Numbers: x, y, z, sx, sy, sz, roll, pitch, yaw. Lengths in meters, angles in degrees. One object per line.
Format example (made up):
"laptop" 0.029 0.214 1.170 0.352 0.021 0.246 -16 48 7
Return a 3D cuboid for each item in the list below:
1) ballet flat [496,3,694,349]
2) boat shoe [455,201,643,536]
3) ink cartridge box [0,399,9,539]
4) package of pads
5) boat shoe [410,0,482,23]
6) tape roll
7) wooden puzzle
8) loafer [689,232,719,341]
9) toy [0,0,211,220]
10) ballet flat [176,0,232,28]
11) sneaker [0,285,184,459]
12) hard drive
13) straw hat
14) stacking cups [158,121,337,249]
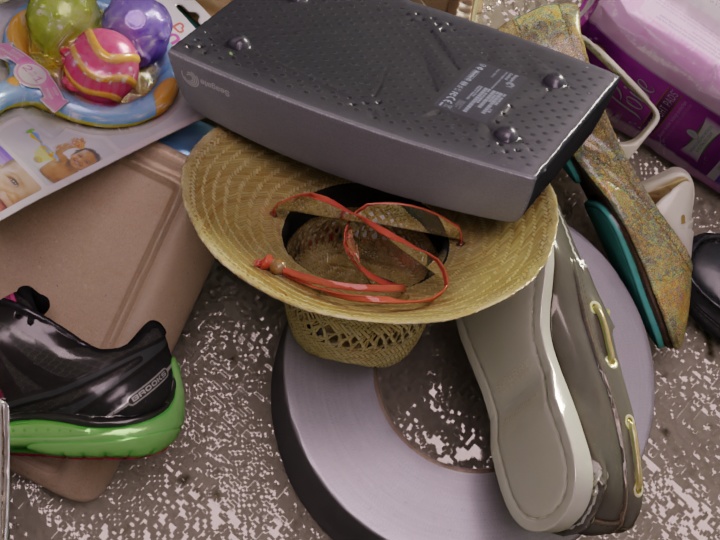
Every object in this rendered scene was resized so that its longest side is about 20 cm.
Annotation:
"ballet flat" 0.141 -0.054 1.103 0.070 0.071 0.201 -34 98 -18
"boat shoe" 0.096 0.039 1.039 0.060 0.072 0.203 13 55 -35
"ink cartridge box" -0.235 0.122 0.951 0.145 0.200 0.084 0 72 -9
"package of pads" 0.209 -0.099 1.143 0.199 0.121 0.076 34 69 2
"boat shoe" 0.034 -0.133 1.157 0.070 0.065 0.202 3 55 -2
"tape roll" 0.053 0.063 1.092 0.198 0.066 0.202 3 71 -9
"wooden puzzle" -0.186 -0.003 1.068 0.199 0.037 0.186 26 90 -4
"loafer" 0.268 0.029 1.137 0.199 0.070 0.069 25 71 0
"toy" -0.145 -0.110 1.041 0.115 0.047 0.199 45 51 16
"ballet flat" -0.038 -0.123 1.131 0.200 0.069 0.063 45 106 7
"sneaker" -0.186 0.049 1.020 0.198 0.077 0.085 4 85 -14
"hard drive" 0.017 -0.090 1.034 0.198 0.043 0.135 20 36 18
"straw hat" 0.000 0.000 1.016 0.199 0.086 0.202 4 34 -3
"stacking cups" -0.100 -0.066 1.107 0.198 0.061 0.061 19 69 0
